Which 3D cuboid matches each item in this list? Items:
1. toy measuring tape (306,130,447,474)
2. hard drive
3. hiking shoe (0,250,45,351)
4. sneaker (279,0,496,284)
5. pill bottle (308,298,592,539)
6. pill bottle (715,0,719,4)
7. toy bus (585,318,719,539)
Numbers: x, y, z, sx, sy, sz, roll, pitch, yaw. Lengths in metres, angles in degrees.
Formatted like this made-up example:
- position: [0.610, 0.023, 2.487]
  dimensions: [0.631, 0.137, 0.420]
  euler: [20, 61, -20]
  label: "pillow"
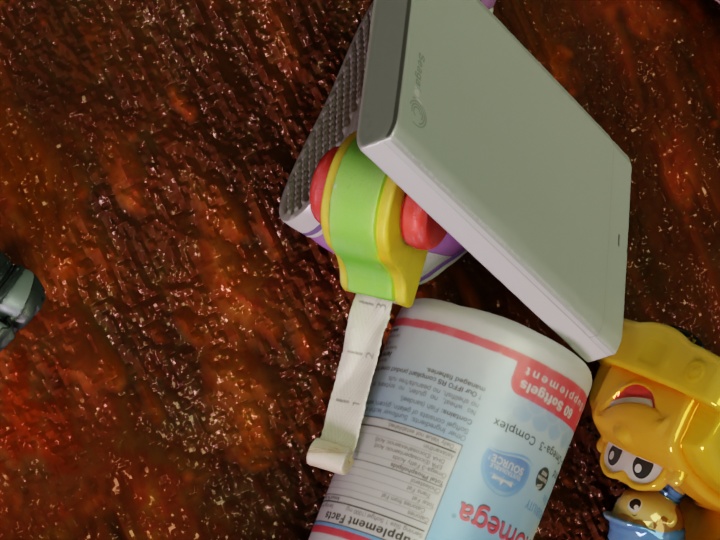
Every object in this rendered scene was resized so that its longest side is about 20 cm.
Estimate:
- position: [0.000, 0.000, 1.394]
  dimensions: [0.074, 0.074, 0.200]
  euler: [18, 85, -19]
  label: "toy measuring tape"
- position: [0.072, -0.060, 1.409]
  dimensions: [0.200, 0.026, 0.132]
  euler: [42, 41, -38]
  label: "hard drive"
- position: [-0.249, 0.050, 1.362]
  dimensions: [0.087, 0.074, 0.200]
  euler: [46, 63, -4]
  label: "hiking shoe"
- position: [0.048, -0.089, 1.481]
  dimensions: [0.114, 0.073, 0.201]
  euler: [28, 88, -20]
  label: "sneaker"
- position: [0.037, 0.124, 1.438]
  dimensions: [0.109, 0.109, 0.200]
  euler: [25, 79, -17]
  label: "pill bottle"
- position: [0.181, -0.222, 1.511]
  dimensions: [0.200, 0.112, 0.112]
  euler: [32, 76, -16]
  label: "pill bottle"
- position: [0.183, 0.143, 1.471]
  dimensions: [0.200, 0.136, 0.192]
  euler: [35, 85, -33]
  label: "toy bus"
